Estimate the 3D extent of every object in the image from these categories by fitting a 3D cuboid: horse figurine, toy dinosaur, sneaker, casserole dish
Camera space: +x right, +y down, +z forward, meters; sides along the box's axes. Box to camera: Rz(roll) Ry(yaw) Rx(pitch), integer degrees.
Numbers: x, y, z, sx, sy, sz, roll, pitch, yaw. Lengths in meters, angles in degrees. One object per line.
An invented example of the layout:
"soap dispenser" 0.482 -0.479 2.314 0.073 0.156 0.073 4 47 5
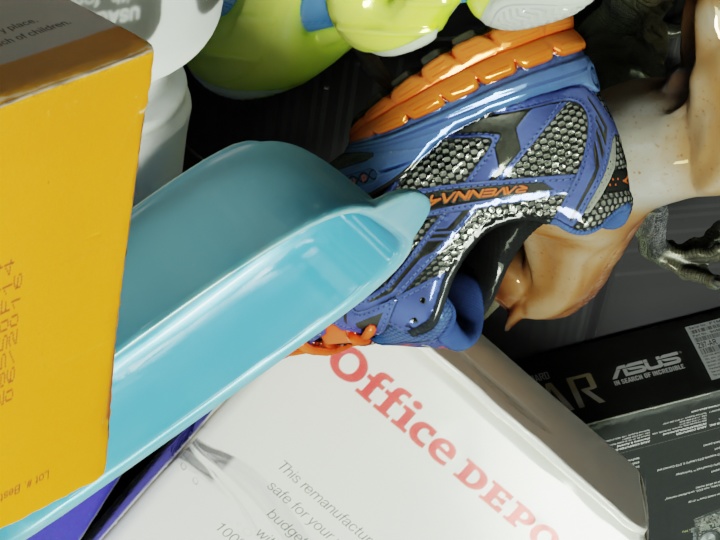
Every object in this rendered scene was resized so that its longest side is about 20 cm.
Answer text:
"horse figurine" 0.087 -0.060 0.805 0.200 0.050 0.133 -26 105 33
"toy dinosaur" 0.098 -0.041 0.875 0.088 0.048 0.200 16 125 -11
"sneaker" 0.017 -0.121 0.723 0.200 0.076 0.105 -19 112 23
"casserole dish" -0.071 0.024 0.707 0.200 0.039 0.121 -36 167 6
"sneaker" 0.000 0.000 0.780 0.200 0.079 0.075 -36 172 23

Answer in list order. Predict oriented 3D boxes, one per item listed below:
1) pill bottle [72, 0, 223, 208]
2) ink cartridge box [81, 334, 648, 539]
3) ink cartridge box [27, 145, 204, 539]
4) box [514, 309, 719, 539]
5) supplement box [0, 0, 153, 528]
"pill bottle" -0.090 -0.116 0.664 0.114 0.114 0.201 -3 119 -18
"ink cartridge box" -0.013 0.109 0.888 0.146 0.083 0.200 41 104 -5
"ink cartridge box" -0.129 0.027 0.793 0.200 0.043 0.198 41 75 -42
"box" 0.090 0.101 1.005 0.199 0.044 0.161 -14 134 -7
"supplement box" -0.150 -0.031 0.623 0.073 0.200 0.126 -26 136 -45
